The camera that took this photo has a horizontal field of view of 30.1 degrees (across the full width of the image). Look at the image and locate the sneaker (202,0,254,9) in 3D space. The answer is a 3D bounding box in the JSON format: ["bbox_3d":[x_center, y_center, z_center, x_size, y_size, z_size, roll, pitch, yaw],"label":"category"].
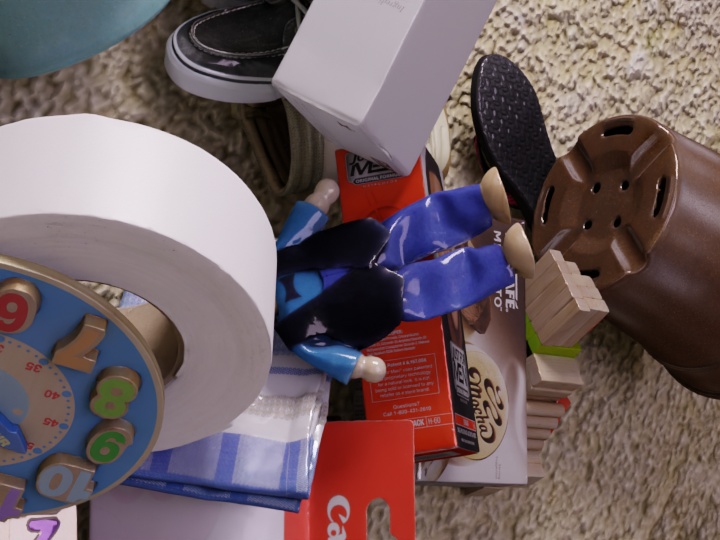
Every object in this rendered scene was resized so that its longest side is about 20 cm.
[{"bbox_3d":[-0.098,-0.235,0.903,0.198,0.080,0.077,17,48,-31],"label":"sneaker"}]

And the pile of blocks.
[{"bbox_3d":[0.135,0.083,1.039,0.062,0.082,0.202,9,111,-37],"label":"pile of blocks"}]

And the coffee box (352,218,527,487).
[{"bbox_3d":[0.060,0.058,0.999,0.112,0.079,0.203,10,77,-37],"label":"coffee box"}]

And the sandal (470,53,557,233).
[{"bbox_3d":[0.129,-0.088,1.114,0.075,0.045,0.201,-50,127,-28],"label":"sandal"}]

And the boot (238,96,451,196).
[{"bbox_3d":[-0.019,-0.155,0.983,0.153,0.072,0.203,-6,82,-35],"label":"boot"}]

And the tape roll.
[{"bbox_3d":[-0.143,0.015,0.716,0.201,0.202,0.071,31,39,-30],"label":"tape roll"}]

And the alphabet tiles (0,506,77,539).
[{"bbox_3d":[-0.218,0.224,0.752,0.197,0.015,0.199,1,78,-23],"label":"alphabet tiles"}]

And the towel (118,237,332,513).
[{"bbox_3d":[-0.086,0.052,0.830,0.145,0.024,0.202,8,48,2],"label":"towel"}]

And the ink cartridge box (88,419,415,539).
[{"bbox_3d":[-0.068,0.170,0.812,0.057,0.197,0.165,29,59,-70],"label":"ink cartridge box"}]

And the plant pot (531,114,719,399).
[{"bbox_3d":[0.259,-0.019,1.094,0.197,0.199,0.203,24,67,-35],"label":"plant pot"}]

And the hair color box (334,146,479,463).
[{"bbox_3d":[0.032,0.023,0.890,0.101,0.060,0.203,36,46,-74],"label":"hair color box"}]

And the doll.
[{"bbox_3d":[0.000,0.000,0.818,0.197,0.049,0.138,-20,68,-2],"label":"doll"}]

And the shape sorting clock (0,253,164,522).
[{"bbox_3d":[-0.200,0.067,0.689,0.199,0.199,0.040,32,38,-30],"label":"shape sorting clock"}]

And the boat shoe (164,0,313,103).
[{"bbox_3d":[-0.034,-0.166,0.897,0.197,0.071,0.073,-12,62,-22],"label":"boat shoe"}]

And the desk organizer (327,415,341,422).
[{"bbox_3d":[-0.062,0.198,0.882,0.076,0.071,0.203,7,78,-35],"label":"desk organizer"}]

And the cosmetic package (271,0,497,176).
[{"bbox_3d":[0.032,-0.172,0.822,0.202,0.073,0.102,-61,156,-4],"label":"cosmetic package"}]

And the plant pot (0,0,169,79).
[{"bbox_3d":[-0.201,-0.223,0.770,0.200,0.198,0.190,-47,129,-34],"label":"plant pot"}]
